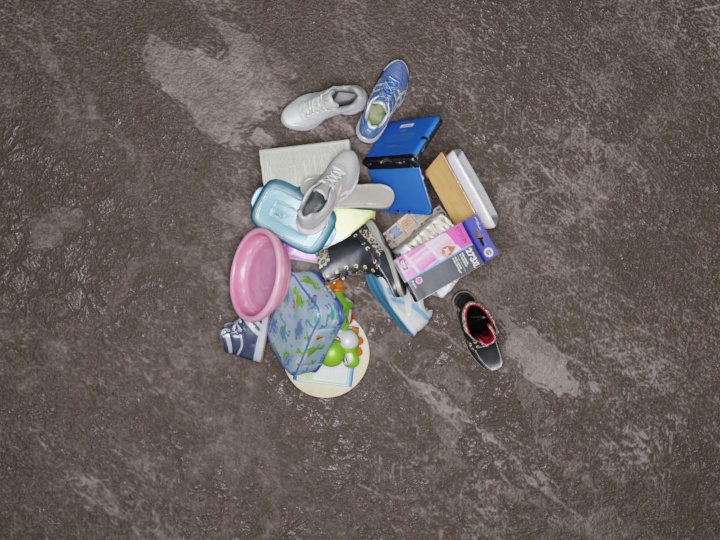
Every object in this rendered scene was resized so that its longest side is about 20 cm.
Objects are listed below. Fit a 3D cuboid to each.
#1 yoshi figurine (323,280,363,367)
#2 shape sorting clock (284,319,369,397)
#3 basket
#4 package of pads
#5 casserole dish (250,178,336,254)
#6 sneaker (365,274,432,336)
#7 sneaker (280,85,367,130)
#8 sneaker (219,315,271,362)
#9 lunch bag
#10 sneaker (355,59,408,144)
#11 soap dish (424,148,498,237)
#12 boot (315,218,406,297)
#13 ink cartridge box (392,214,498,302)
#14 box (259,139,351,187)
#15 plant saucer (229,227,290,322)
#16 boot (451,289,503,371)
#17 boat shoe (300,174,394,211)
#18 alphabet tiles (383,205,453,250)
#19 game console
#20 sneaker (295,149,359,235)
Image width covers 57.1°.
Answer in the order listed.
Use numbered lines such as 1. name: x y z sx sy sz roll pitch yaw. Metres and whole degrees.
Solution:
1. yoshi figurine: -0.065 0.126 1.456 0.112 0.112 0.200 -18 90 9
2. shape sorting clock: -0.079 0.189 1.516 0.199 0.039 0.201 0 86 -6
3. basket: 0.158 -0.033 1.415 0.123 0.200 0.136 -44 93 -1
4. package of pads: -0.070 -0.090 1.482 0.199 0.068 0.155 9 95 -1
5. casserole dish: -0.146 -0.114 1.426 0.200 0.039 0.121 29 97 -3
6. sneaker: 0.084 0.051 1.479 0.081 0.076 0.200 -42 113 -14
7. sneaker: -0.083 -0.366 1.447 0.200 0.099 0.078 -20 93 2
8. sneaker: -0.255 0.103 1.498 0.108 0.070 0.201 11 97 -2
9. lunch bag: -0.121 0.108 1.407 0.161 0.082 0.200 49 129 36
10. sneaker: 0.057 -0.372 1.448 0.076 0.077 0.200 24 83 -8
11. soap dish: 0.220 -0.165 1.437 0.081 0.157 0.200 -28 94 19
12. boot: 0.000 0.000 1.387 0.153 0.074 0.204 -27 54 5
13. ink cartridge box: 0.172 -0.026 1.305 0.200 0.037 0.095 -29 90 -10
14. box: -0.116 -0.231 1.468 0.199 0.078 0.095 -5 94 1
15. plant saucer: -0.210 0.011 1.412 0.051 0.200 0.201 9 95 -40
16. boot: 0.266 0.142 1.453 0.073 0.151 0.200 -22 93 2
17. boat shoe: -0.029 -0.158 1.422 0.199 0.063 0.073 6 79 -3
18. alphabet tiles: 0.136 -0.048 1.514 0.200 0.006 0.167 -40 93 3
19. game console: 0.105 -0.224 1.421 0.118 0.200 0.171 39 76 -29
20. sneaker: -0.062 -0.166 1.342 0.076 0.092 0.200 29 78 6
